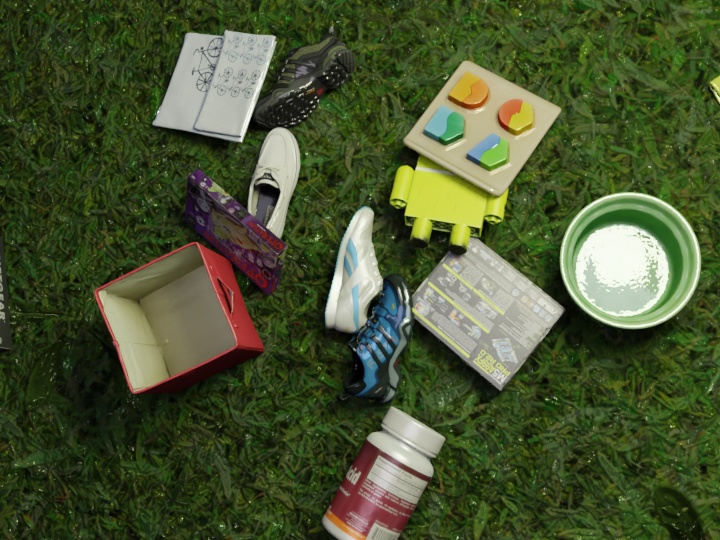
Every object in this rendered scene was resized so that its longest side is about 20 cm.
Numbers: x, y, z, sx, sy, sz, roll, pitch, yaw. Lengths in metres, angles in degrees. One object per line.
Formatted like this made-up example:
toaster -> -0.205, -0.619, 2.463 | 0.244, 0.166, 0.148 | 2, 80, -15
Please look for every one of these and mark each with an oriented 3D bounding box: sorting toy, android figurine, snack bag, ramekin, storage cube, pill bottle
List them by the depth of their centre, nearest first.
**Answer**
pill bottle -> 0.037, 0.313, 1.298 | 0.113, 0.114, 0.201 | 29, 85, 13
ramekin -> 0.396, -0.007, 1.308 | 0.198, 0.098, 0.202 | -2, 80, 9
storage cube -> -0.270, 0.080, 1.352 | 0.198, 0.180, 0.172 | -25, 80, 3
android figurine -> 0.141, -0.124, 1.375 | 0.180, 0.041, 0.202 | 11, 65, 11
sorting toy -> 0.192, -0.232, 1.380 | 0.184, 0.037, 0.201 | 32, 70, 19
snack bag -> -0.250, -0.320, 1.482 | 0.198, 0.021, 0.190 | 14, 81, 27

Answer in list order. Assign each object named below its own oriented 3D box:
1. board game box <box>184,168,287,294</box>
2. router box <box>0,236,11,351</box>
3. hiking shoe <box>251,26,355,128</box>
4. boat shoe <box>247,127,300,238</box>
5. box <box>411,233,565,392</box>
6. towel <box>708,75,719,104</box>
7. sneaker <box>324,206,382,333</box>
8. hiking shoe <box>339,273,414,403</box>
board game box -> -0.203, -0.061, 1.405 | 0.200, 0.120, 0.032 | 40, 61, 14
router box -> -0.686, 0.049, 1.492 | 0.155, 0.052, 0.202 | -11, 78, 7
hiking shoe -> -0.103, -0.319, 1.467 | 0.199, 0.076, 0.101 | -34, 53, 7
boat shoe -> -0.149, -0.143, 1.435 | 0.071, 0.066, 0.202 | 12, 82, 11
box -> 0.190, 0.062, 1.356 | 0.200, 0.044, 0.161 | 39, 88, 14
towel -> 0.661, -0.289, 1.357 | 0.199, 0.023, 0.144 | -31, 77, 2
sneaker -> 0.000, 0.000, 1.388 | 0.080, 0.077, 0.202 | 11, 88, 4
hiking shoe -> 0.026, 0.103, 1.328 | 0.086, 0.074, 0.202 | 7, 94, -23
